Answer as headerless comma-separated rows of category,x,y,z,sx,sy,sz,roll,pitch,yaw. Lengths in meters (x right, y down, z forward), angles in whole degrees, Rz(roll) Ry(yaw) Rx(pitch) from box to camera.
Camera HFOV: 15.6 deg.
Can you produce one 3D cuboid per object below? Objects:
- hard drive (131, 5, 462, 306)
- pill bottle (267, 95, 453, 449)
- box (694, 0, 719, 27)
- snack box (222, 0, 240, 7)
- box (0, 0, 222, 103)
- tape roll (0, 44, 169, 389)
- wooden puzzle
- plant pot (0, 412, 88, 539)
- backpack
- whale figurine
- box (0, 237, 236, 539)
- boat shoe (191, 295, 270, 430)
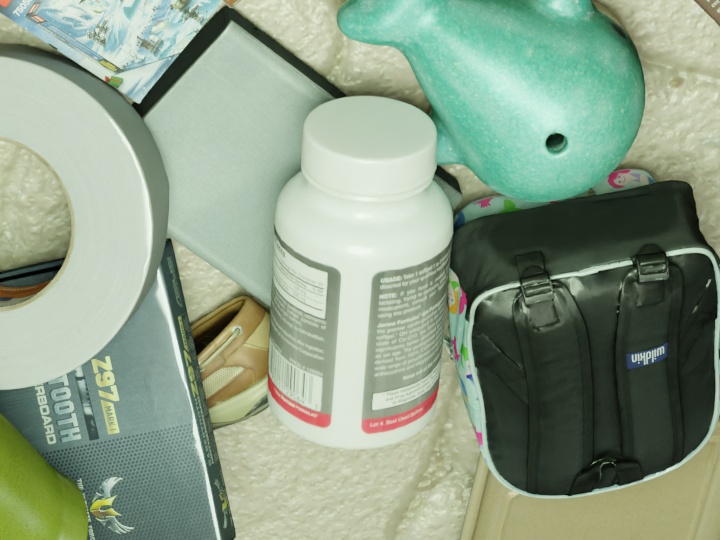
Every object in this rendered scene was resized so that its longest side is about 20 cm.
hard drive,-0.053,-0.058,1.658,0.200,0.033,0.140,35,111,-26
pill bottle,0.000,0.000,1.616,0.110,0.111,0.201,-1,122,-8
box,0.234,-0.185,1.577,0.075,0.100,0.200,-39,119,16
snack box,-0.024,-0.238,1.503,0.200,0.024,0.072,-39,129,14
box,-0.126,-0.212,1.545,0.137,0.040,0.200,33,112,-25
tape roll,-0.217,-0.033,1.586,0.199,0.066,0.202,1,102,6
wooden puzzle,0.164,0.171,1.837,0.198,0.037,0.186,3,122,-15
plant pot,-0.270,0.141,1.542,0.200,0.201,0.193,-43,127,18
backpack,0.142,0.043,1.679,0.176,0.151,0.201,-12,125,-3
whale figurine,0.083,-0.119,1.596,0.199,0.104,0.159,32,113,-24
box,-0.176,0.092,1.662,0.156,0.051,0.202,-11,95,9
boat shoe,-0.137,0.080,1.717,0.199,0.076,0.074,-31,116,2
